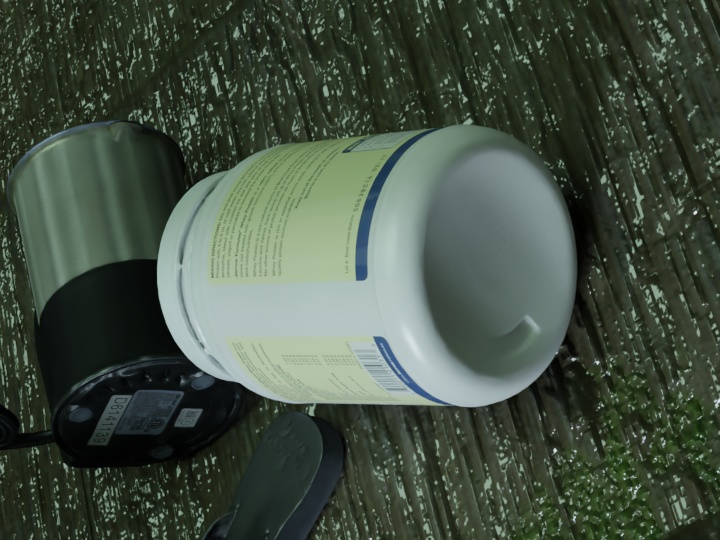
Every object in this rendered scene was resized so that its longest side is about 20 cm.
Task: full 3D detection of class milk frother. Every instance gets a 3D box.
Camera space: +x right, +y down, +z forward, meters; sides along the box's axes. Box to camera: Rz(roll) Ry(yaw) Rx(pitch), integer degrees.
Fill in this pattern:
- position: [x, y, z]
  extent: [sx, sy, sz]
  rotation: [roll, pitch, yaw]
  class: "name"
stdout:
- position: [-0.198, 0.022, 1.259]
  extent: [0.181, 0.200, 0.188]
  rotation: [-43, 48, 31]
  class: "milk frother"

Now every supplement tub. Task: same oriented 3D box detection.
- position: [0.000, 0.000, 1.103]
  extent: [0.200, 0.145, 0.145]
  rotation: [-2, 73, 45]
  class: "supplement tub"

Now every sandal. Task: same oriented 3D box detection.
- position: [-0.075, 0.173, 1.186]
  extent: [0.076, 0.043, 0.200]
  rotation: [21, 89, 48]
  class: "sandal"
